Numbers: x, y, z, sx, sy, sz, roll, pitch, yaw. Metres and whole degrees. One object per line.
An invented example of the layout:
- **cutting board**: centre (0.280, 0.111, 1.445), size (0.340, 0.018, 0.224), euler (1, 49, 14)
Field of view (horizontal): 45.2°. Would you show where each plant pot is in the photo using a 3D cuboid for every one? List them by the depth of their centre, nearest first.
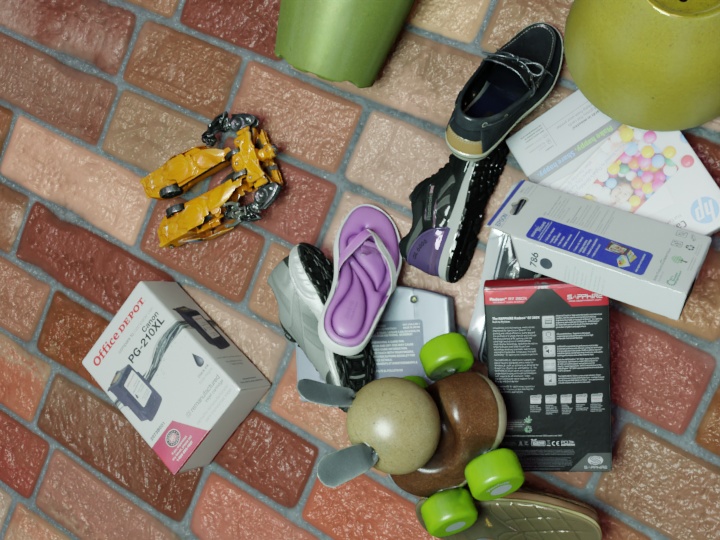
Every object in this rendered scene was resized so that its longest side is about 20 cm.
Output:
- **plant pot**: centre (0.299, -0.251, 0.821), size (0.198, 0.142, 0.202), euler (-2, 79, 9)
- **plant pot**: centre (-0.014, -0.316, 0.981), size (0.199, 0.200, 0.191), euler (27, 112, 22)

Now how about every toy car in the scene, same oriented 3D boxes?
- **toy car**: centre (0.030, 0.161, 0.845), size (0.158, 0.199, 0.165), euler (-52, 45, 38)

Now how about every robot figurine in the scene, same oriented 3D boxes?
- **robot figurine**: centre (-0.183, -0.112, 1.098), size (0.199, 0.058, 0.146), euler (-24, 79, 22)

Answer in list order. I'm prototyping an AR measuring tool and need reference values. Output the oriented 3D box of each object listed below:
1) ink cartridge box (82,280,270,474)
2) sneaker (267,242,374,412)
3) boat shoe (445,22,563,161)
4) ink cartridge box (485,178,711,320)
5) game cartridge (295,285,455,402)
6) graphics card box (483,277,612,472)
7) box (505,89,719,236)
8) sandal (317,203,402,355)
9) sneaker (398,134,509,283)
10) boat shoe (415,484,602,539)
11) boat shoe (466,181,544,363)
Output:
- **ink cartridge box**: centre (-0.235, 0.130, 1.095), size (0.200, 0.084, 0.145), euler (43, 104, 19)
- **sneaker**: centre (-0.047, 0.071, 0.993), size (0.079, 0.074, 0.201), euler (-34, 69, 28)
- **boat shoe**: centre (0.157, -0.200, 0.911), size (0.074, 0.062, 0.200), euler (30, 64, 20)
- **ink cartridge box**: centre (0.230, -0.025, 0.850), size (0.199, 0.099, 0.039), euler (22, 135, 23)
- **game cartridge**: centre (0.017, 0.085, 1.015), size (0.199, 0.041, 0.134), euler (-5, 82, 23)
- **graphics card box**: centre (0.193, 0.106, 0.889), size (0.124, 0.051, 0.202), euler (-3, 102, 10)
- **box**: centre (0.269, -0.096, 0.910), size (0.155, 0.041, 0.201), euler (-33, 76, 19)
- **sandal**: centre (0.007, 0.002, 0.965), size (0.082, 0.050, 0.204), euler (16, 55, -8)
- **sneaker**: centre (0.097, -0.094, 0.969), size (0.087, 0.076, 0.201), euler (23, 97, 29)
- **boat shoe**: centre (0.159, 0.251, 0.922), size (0.199, 0.068, 0.072), euler (0, 120, 28)
- **boat shoe**: centre (0.169, 0.008, 0.932), size (0.067, 0.072, 0.202), euler (16, 97, 25)
